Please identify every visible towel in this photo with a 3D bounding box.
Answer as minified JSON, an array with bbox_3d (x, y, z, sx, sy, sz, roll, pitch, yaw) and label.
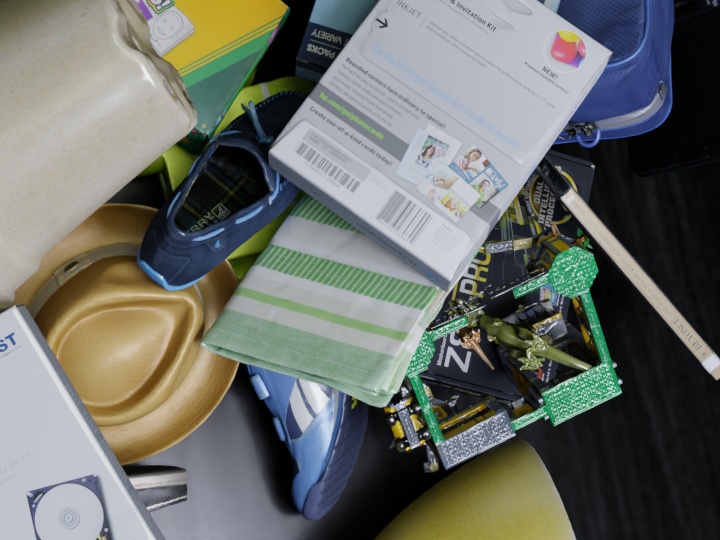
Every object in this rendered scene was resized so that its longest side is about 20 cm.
[{"bbox_3d":[0.000,0.000,1.452,0.201,0.152,0.023,-57,148,-31],"label":"towel"}]

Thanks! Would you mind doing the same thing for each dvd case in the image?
[{"bbox_3d":[0.191,-0.015,1.542,0.016,0.149,0.200,-41,114,6],"label":"dvd case"}]

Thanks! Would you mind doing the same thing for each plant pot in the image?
[{"bbox_3d":[0.079,0.239,1.508,0.141,0.200,0.202,-15,91,-9],"label":"plant pot"},{"bbox_3d":[-0.217,-0.105,1.364,0.183,0.201,0.201,-32,99,5],"label":"plant pot"}]

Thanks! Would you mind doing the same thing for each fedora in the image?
[{"bbox_3d":[-0.172,0.051,1.448,0.199,0.082,0.203,-2,97,-14],"label":"fedora"}]

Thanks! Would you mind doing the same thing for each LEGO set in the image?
[{"bbox_3d":[0.091,0.050,1.507,0.199,0.116,0.154,-32,113,-5],"label":"LEGO set"}]

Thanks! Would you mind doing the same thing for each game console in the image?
[{"bbox_3d":[0.298,-0.176,1.617,0.175,0.200,0.117,-35,100,-22],"label":"game console"}]

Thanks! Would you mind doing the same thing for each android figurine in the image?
[{"bbox_3d":[-0.087,-0.073,1.534,0.199,0.041,0.184,-17,91,-21],"label":"android figurine"}]

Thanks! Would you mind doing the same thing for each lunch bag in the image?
[{"bbox_3d":[0.171,-0.190,1.573,0.135,0.132,0.202,-4,67,19],"label":"lunch bag"}]

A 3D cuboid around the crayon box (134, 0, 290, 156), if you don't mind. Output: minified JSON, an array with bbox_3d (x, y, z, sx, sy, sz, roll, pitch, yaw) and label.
[{"bbox_3d":[-0.166,-0.189,1.480,0.199,0.058,0.119,32,72,-4],"label":"crayon box"}]

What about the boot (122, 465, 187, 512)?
[{"bbox_3d":[-0.203,0.226,1.443,0.198,0.073,0.152,-15,91,-17],"label":"boot"}]

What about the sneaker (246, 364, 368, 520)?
[{"bbox_3d":[-0.040,0.085,1.524,0.082,0.074,0.202,8,104,17],"label":"sneaker"}]

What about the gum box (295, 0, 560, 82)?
[{"bbox_3d":[0.062,-0.212,1.486,0.169,0.045,0.202,17,76,1],"label":"gum box"}]

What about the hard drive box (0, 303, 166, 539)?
[{"bbox_3d":[-0.240,0.147,1.363,0.155,0.077,0.201,-32,92,-4],"label":"hard drive box"}]

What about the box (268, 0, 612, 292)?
[{"bbox_3d":[0.055,-0.112,1.420,0.155,0.041,0.201,34,79,5],"label":"box"}]

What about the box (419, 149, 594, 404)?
[{"bbox_3d":[0.088,-0.006,1.598,0.160,0.049,0.202,16,81,-19],"label":"box"}]

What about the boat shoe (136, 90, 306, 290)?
[{"bbox_3d":[-0.079,-0.063,1.449,0.084,0.069,0.201,32,52,-1],"label":"boat shoe"}]
